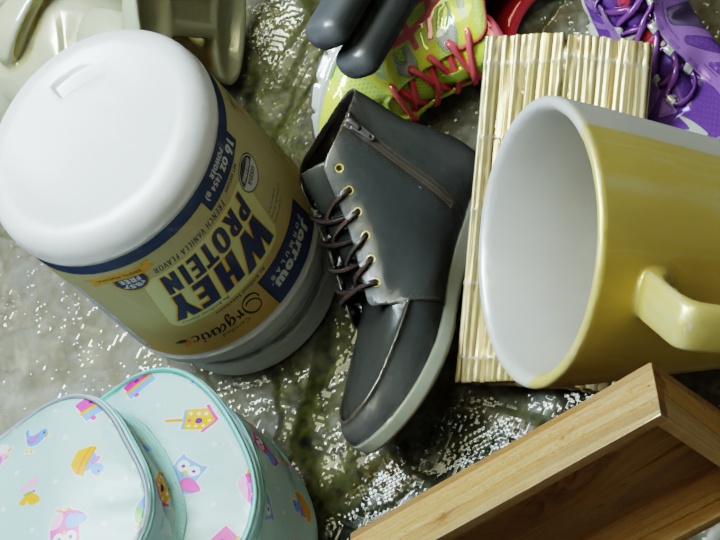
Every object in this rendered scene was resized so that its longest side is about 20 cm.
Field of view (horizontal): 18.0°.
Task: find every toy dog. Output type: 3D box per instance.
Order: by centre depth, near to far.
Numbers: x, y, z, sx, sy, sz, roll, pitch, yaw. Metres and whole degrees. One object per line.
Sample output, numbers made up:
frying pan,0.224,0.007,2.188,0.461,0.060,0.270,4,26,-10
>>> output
toy dog,-0.188,-0.126,1.475,0.199,0.139,0.195,2,102,27

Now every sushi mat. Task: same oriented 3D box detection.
sushi mat,0.108,-0.033,1.270,0.095,0.012,0.201,5,89,14

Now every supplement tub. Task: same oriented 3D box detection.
supplement tub,-0.108,-0.033,1.324,0.144,0.200,0.145,-12,60,22

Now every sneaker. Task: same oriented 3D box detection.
sneaker,0.000,0.000,1.297,0.075,0.106,0.201,-31,36,56
sneaker,0.166,-0.127,1.302,0.080,0.083,0.201,-33,55,9
sneaker,0.048,-0.136,1.373,0.090,0.078,0.200,31,82,34

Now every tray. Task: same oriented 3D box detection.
tray,0.101,0.124,1.160,0.200,0.098,0.037,-33,42,29

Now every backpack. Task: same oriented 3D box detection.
backpack,-0.131,0.153,1.274,0.200,0.153,0.176,-36,48,-1

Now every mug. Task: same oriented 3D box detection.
mug,0.163,0.004,1.181,0.150,0.152,0.187,117,149,-45

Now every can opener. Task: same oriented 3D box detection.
can opener,0.021,-0.201,1.365,0.067,0.053,0.201,-9,46,54

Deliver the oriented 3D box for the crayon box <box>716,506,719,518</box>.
crayon box,0.271,0.099,1.146,0.125,0.052,0.201,25,79,35
